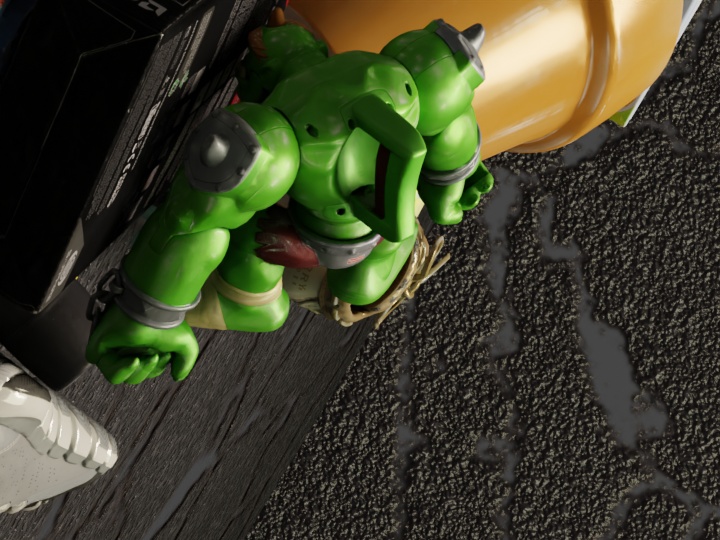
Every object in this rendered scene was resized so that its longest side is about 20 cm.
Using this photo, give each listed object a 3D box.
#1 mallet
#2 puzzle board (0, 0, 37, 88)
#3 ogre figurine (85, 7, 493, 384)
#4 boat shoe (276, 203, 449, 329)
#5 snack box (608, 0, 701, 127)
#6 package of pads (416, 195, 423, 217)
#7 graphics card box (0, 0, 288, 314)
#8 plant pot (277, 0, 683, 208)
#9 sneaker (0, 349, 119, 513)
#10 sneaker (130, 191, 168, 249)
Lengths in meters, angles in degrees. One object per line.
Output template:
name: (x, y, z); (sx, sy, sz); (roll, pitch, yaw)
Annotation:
mallet: (-0.127, -0.024, 1.123); (0.041, 0.066, 0.200); (-38, -159, 25)
puzzle board: (-0.114, -0.086, 0.975); (0.151, 0.017, 0.200); (-56, 174, -30)
ogre figurine: (-0.015, -0.035, 0.999); (0.198, 0.099, 0.120); (-7, 142, -24)
boat shoe: (0.000, 0.000, 1.330); (0.074, 0.062, 0.200); (-66, 162, 10)
snack box: (0.094, -0.196, 1.329); (0.068, 0.199, 0.169); (-53, 173, -45)
package of pads: (0.003, -0.088, 1.479); (0.201, 0.068, 0.155); (-60, -156, 6)
graphics card box: (-0.082, -0.078, 0.965); (0.126, 0.051, 0.200); (-62, 176, 28)
plant pot: (0.021, -0.122, 1.210); (0.183, 0.200, 0.201); (-37, 164, -32)
sneaker: (-0.179, 0.093, 1.127); (0.116, 0.075, 0.200); (-54, 164, -6)
sneaker: (-0.064, -0.041, 1.370); (0.201, 0.077, 0.140); (-56, 173, -30)
